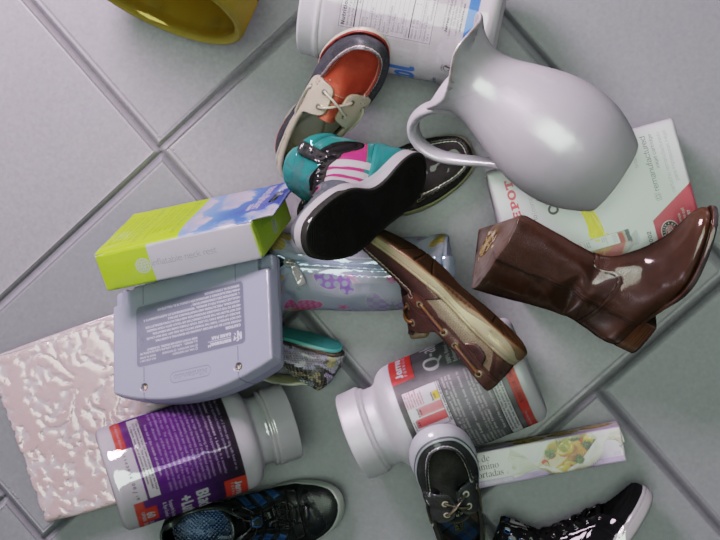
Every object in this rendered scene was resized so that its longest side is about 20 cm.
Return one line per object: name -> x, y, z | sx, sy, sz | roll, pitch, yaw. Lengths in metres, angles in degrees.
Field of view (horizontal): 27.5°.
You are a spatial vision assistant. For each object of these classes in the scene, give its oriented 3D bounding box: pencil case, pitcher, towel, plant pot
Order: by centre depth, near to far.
pitcher -> 0.154, -0.133, 1.437 | 0.200, 0.121, 0.172 | 34, 140, -3
plant pot -> -0.176, -0.361, 1.503 | 0.200, 0.201, 0.189 | 22, 79, 4
pencil case -> 0.000, 0.000, 1.543 | 0.199, 0.091, 0.083 | 1, 65, 4
towel -> -0.286, 0.158, 1.607 | 0.190, 0.032, 0.201 | -17, 94, 6

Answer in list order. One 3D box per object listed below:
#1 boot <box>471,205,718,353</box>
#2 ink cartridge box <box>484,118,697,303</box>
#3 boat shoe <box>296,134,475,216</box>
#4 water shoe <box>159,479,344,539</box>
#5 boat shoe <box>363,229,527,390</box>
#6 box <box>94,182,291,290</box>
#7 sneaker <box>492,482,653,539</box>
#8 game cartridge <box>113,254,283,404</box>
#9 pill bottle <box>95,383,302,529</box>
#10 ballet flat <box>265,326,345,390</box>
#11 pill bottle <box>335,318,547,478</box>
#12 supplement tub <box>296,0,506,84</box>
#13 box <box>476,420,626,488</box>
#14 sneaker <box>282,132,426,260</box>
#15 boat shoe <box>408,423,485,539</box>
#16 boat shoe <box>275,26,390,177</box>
boot -> 0.223, -0.022, 1.431 | 0.199, 0.064, 0.187 | 25, 117, -10
ink cartridge box -> 0.241, -0.059, 1.520 | 0.199, 0.083, 0.146 | -16, 91, 7
boat shoe -> 0.026, -0.087, 1.548 | 0.200, 0.066, 0.072 | -20, 90, 6
water shoe -> -0.115, 0.275, 1.573 | 0.199, 0.079, 0.072 | -12, 92, 6
boat shoe -> 0.070, 0.040, 1.459 | 0.200, 0.072, 0.072 | 41, 103, 5
box -> -0.162, -0.039, 1.525 | 0.199, 0.122, 0.048 | -11, 109, 16
sneaker -> 0.206, 0.278, 1.544 | 0.112, 0.073, 0.200 | 40, 97, 1
game cartridge -> -0.167, 0.067, 1.509 | 0.199, 0.040, 0.134 | -13, 65, 27
pill bottle -> -0.167, 0.188, 1.536 | 0.199, 0.111, 0.112 | -18, 91, -11
ballet flat -> -0.118, 0.078, 1.573 | 0.200, 0.072, 0.072 | 22, 95, 6
pill bottle -> 0.083, 0.137, 1.529 | 0.199, 0.116, 0.116 | -23, 90, 6
supplement tub -> 0.045, -0.265, 1.506 | 0.199, 0.132, 0.133 | 12, 94, 6
box -> 0.181, 0.199, 1.560 | 0.199, 0.041, 0.039 | -12, 91, 7
sneaker -> -0.035, -0.078, 1.447 | 0.120, 0.200, 0.084 | 15, 120, 31
boat shoe -> 0.097, 0.235, 1.504 | 0.068, 0.057, 0.200 | -17, 134, -2
boat shoe -> -0.031, -0.168, 1.497 | 0.071, 0.063, 0.200 | 28, 138, -14
